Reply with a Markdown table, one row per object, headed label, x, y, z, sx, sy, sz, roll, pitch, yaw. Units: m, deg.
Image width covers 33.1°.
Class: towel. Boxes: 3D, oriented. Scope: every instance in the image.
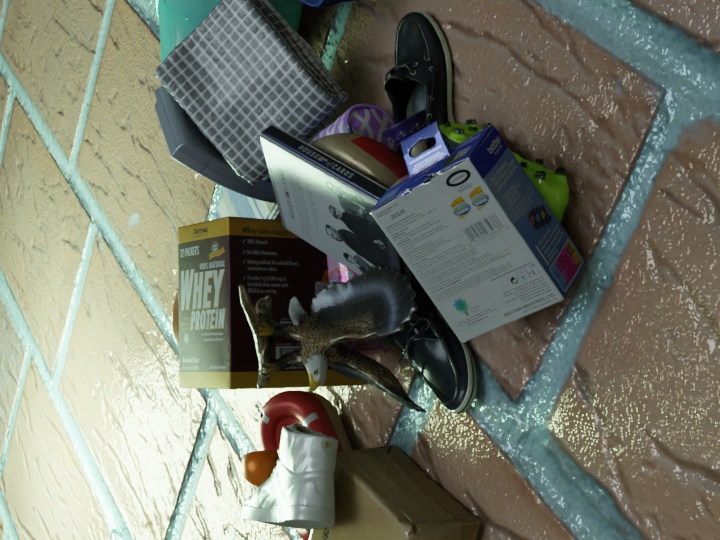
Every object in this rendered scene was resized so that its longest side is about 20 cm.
| label | x | y | z | sx | sy | sz | roll | pitch | yaw |
| --- | --- | --- | --- | --- | --- | --- | --- | --- | --- |
| towel | -0.138 | -0.229 | 1.482 | 0.166 | 0.086 | 0.200 | -43 | 87 | 24 |
| towel | -0.147 | -0.104 | 1.717 | 0.201 | 0.024 | 0.147 | -61 | 41 | 32 |

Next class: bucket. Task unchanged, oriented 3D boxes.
| label | x | y | z | sx | sy | sz | roll | pitch | yaw |
| --- | --- | --- | --- | --- | --- | --- | --- | --- | --- |
| bucket | -0.176 | -0.333 | 1.615 | 0.207 | 0.206 | 0.136 | 39 | 129 | 49 |

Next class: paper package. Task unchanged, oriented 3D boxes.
| label | x | y | z | sx | sy | sz | roll | pitch | yaw |
| --- | --- | --- | --- | --- | --- | --- | --- | --- | --- |
| paper package | 0.026 | 0.327 | 1.375 | 0.190 | 0.103 | 0.201 | 36 | 119 | 52 |

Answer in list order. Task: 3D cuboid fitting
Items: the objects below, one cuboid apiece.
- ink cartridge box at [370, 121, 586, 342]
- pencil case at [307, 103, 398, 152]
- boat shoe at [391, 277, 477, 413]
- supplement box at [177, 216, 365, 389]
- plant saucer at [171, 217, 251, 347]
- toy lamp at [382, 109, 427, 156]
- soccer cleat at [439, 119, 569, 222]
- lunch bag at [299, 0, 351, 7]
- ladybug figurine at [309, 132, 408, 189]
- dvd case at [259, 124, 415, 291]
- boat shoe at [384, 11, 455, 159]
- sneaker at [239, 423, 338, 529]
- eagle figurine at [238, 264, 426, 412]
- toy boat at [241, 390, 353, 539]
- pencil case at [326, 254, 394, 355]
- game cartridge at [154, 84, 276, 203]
| label | x | y | z | sx | sy | sz | roll | pitch | yaw |
| --- | --- | --- | --- | --- | --- | --- | --- | --- | --- |
| ink cartridge box | 0.106 | -0.046 | 1.183 | 0.136 | 0.076 | 0.200 | -27 | 106 | 39 |
| pencil case | -0.030 | -0.130 | 1.494 | 0.200 | 0.083 | 0.086 | -32 | 75 | 53 |
| boat shoe | 0.069 | 0.075 | 1.358 | 0.075 | 0.062 | 0.201 | -53 | 49 | 38 |
| supplement box | -0.111 | 0.043 | 1.502 | 0.132 | 0.196 | 0.202 | -7 | 83 | 55 |
| plant saucer | -0.174 | 0.027 | 1.618 | 0.037 | 0.200 | 0.201 | 27 | 114 | 23 |
| toy lamp | 0.093 | -0.069 | 1.273 | 0.058 | 0.058 | 0.201 | -19 | 100 | 54 |
| soccer cleat | 0.139 | -0.096 | 1.260 | 0.200 | 0.067 | 0.082 | 41 | 131 | 47 |
| lunch bag | -0.039 | -0.404 | 1.474 | 0.200 | 0.132 | 0.137 | 36 | 132 | 49 |
| ladybug figurine | 0.025 | -0.081 | 1.349 | 0.200 | 0.072 | 0.136 | 44 | 155 | 11 |
| dvd case | -0.025 | -0.063 | 1.340 | 0.199 | 0.025 | 0.151 | 33 | 150 | 32 |
| boat shoe | 0.059 | -0.203 | 1.375 | 0.074 | 0.066 | 0.201 | -16 | 76 | 52 |
| sneaker | -0.078 | 0.238 | 1.403 | 0.200 | 0.073 | 0.117 | -23 | 58 | 59 |
| eagle figurine | -0.023 | 0.084 | 1.338 | 0.152 | 0.198 | 0.152 | 62 | -154 | -64 |
| toy boat | -0.088 | 0.242 | 1.515 | 0.131 | 0.130 | 0.201 | -63 | 37 | 32 |
| pencil case | 0.000 | 0.000 | 1.445 | 0.087 | 0.087 | 0.202 | -11 | 80 | 55 |
| game cartridge | -0.169 | -0.157 | 1.561 | 0.040 | 0.199 | 0.134 | -41 | 51 | 27 |
